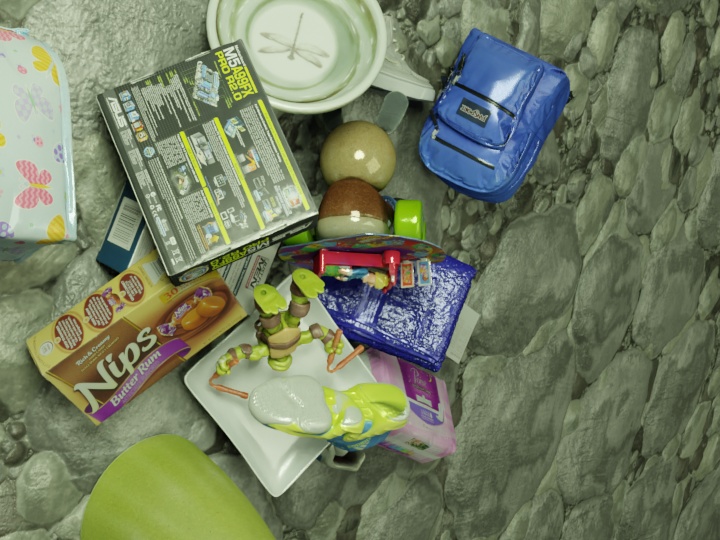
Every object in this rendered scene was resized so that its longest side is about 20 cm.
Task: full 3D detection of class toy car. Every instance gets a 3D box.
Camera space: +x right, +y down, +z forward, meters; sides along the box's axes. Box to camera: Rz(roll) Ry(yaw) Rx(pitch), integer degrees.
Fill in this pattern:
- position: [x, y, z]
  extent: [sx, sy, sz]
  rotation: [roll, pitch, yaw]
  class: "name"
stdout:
- position: [-0.002, -0.118, 1.279]
  extent: [0.158, 0.161, 0.204]
  rotation: [65, 27, -76]
  class: "toy car"

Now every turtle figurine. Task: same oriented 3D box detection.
- position: [-0.083, 0.069, 1.240]
  extent: [0.197, 0.065, 0.163]
  rotation: [-9, 142, -18]
  class: "turtle figurine"

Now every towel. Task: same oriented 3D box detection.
- position: [0.035, 0.030, 1.354]
  extent: [0.050, 0.197, 0.150]
  rotation: [31, 79, -88]
  class: "towel"

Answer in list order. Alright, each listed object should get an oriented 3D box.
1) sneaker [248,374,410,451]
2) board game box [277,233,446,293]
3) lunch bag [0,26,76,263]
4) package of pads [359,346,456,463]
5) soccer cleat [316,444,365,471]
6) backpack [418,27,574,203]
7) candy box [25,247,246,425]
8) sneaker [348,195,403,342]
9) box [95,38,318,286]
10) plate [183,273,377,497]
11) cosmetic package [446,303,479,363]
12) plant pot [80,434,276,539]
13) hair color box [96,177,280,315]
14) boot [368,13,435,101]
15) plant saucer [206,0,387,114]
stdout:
- position: [-0.042, 0.184, 1.275]
  extent: [0.196, 0.077, 0.106]
  rotation: [6, 141, -13]
  class: "sneaker"
- position: [0.000, 0.000, 1.233]
  extent: [0.157, 0.197, 0.040]
  rotation: [19, 67, -54]
  class: "board game box"
- position: [-0.340, -0.118, 0.899]
  extent: [0.168, 0.126, 0.204]
  rotation: [6, 75, -49]
  class: "lunch bag"
- position: [0.055, 0.190, 1.491]
  extent: [0.199, 0.075, 0.122]
  rotation: [30, 44, -51]
  class: "package of pads"
- position: [-0.056, 0.199, 1.390]
  extent: [0.070, 0.086, 0.200]
  rotation: [-56, 138, -16]
  class: "soccer cleat"
- position: [0.164, -0.203, 1.419]
  extent: [0.202, 0.161, 0.167]
  rotation: [-62, 159, 6]
  class: "backpack"
- position: [-0.227, 0.059, 1.093]
  extent: [0.199, 0.057, 0.117]
  rotation: [-37, 144, -8]
  class: "candy box"
- position: [0.033, 0.003, 1.428]
  extent: [0.077, 0.069, 0.203]
  rotation: [13, 96, -51]
  class: "sneaker"
- position: [-0.150, -0.108, 1.046]
  extent: [0.158, 0.203, 0.044]
  rotation: [-23, 168, -10]
  class: "box"
- position: [-0.097, 0.139, 1.313]
  extent: [0.200, 0.032, 0.201]
  rotation: [-43, 110, -22]
  class: "plate"
- position: [0.095, 0.062, 1.539]
  extent: [0.199, 0.050, 0.084]
  rotation: [36, 76, -50]
  class: "cosmetic package"
- position: [-0.183, 0.311, 1.197]
  extent: [0.186, 0.198, 0.190]
  rotation: [-22, 122, -42]
  class: "plant pot"
- position: [-0.184, -0.025, 1.169]
  extent: [0.199, 0.060, 0.101]
  rotation: [23, 89, -51]
  class: "hair color box"
- position: [0.036, -0.270, 1.321]
  extent: [0.199, 0.073, 0.097]
  rotation: [4, 96, -55]
  class: "boot"
- position: [-0.071, -0.252, 1.154]
  extent: [0.201, 0.199, 0.050]
  rotation: [-49, 177, -23]
  class: "plant saucer"
